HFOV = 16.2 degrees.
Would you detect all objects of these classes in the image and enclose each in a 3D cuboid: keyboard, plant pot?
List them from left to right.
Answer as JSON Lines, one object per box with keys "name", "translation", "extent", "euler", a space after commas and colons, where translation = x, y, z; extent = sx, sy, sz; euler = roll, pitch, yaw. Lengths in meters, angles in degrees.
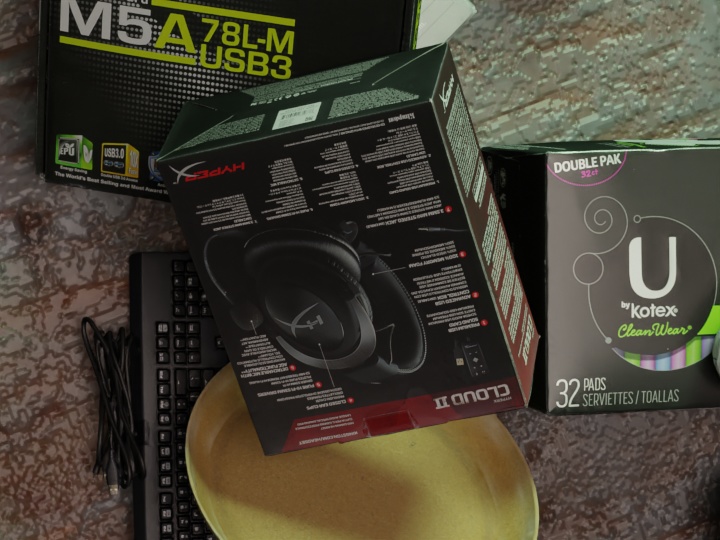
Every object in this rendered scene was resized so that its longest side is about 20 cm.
{"name": "keyboard", "translation": [-0.099, 0.089, 1.388], "extent": [0.104, 0.040, 0.201], "euler": [-1, 83, -13]}
{"name": "plant pot", "translation": [-0.001, 0.119, 1.369], "extent": [0.199, 0.201, 0.028], "euler": [7, 136, -16]}

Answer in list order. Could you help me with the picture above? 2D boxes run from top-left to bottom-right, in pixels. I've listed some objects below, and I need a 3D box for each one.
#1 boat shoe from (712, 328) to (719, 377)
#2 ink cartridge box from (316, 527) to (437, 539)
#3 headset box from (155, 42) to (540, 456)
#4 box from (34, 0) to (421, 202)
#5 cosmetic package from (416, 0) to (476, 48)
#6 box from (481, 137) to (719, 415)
{"name": "boat shoe", "translation": [0.278, 0.000, 1.358], "extent": [0.200, 0.071, 0.072], "euler": [-46, 104, -10]}
{"name": "ink cartridge box", "translation": [0.010, 0.244, 1.406], "extent": [0.117, 0.067, 0.201], "euler": [7, 91, -15]}
{"name": "headset box", "translation": [0.000, 0.000, 1.305], "extent": [0.148, 0.077, 0.201], "euler": [-12, 117, 16]}
{"name": "box", "translation": [-0.069, -0.125, 1.318], "extent": [0.199, 0.048, 0.194], "euler": [10, 122, 5]}
{"name": "cosmetic package", "translation": [-0.045, -0.179, 1.380], "extent": [0.107, 0.090, 0.200], "euler": [-47, 107, -5]}
{"name": "box", "translation": [0.179, 0.000, 1.433], "extent": [0.199, 0.124, 0.149], "euler": [-2, 95, -14]}
